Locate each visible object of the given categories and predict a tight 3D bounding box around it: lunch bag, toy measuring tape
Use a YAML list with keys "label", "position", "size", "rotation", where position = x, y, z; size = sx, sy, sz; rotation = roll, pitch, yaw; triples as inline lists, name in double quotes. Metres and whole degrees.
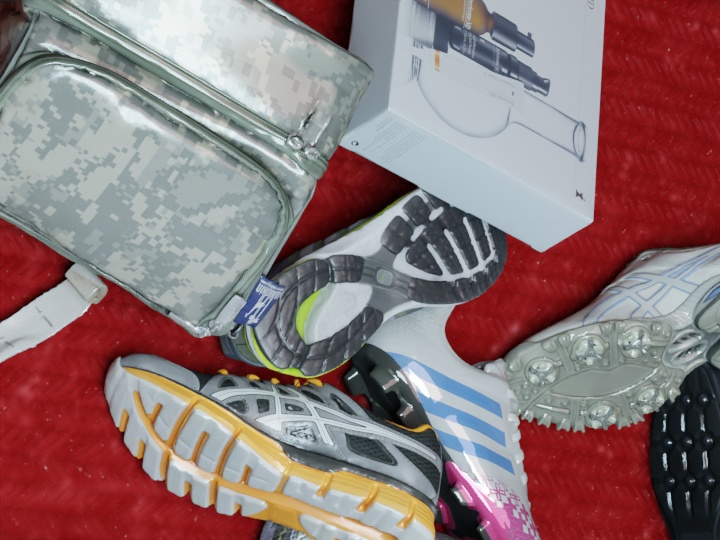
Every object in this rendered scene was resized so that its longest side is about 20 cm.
- label: "lunch bag"
  position: [-0.113, -0.077, 1.292]
  size: [0.199, 0.139, 0.169]
  rotation: [31, 87, -19]
- label: "toy measuring tape"
  position: [-0.215, 0.038, 1.267]
  size: [0.199, 0.073, 0.074]
  rotation: [-33, 106, -25]

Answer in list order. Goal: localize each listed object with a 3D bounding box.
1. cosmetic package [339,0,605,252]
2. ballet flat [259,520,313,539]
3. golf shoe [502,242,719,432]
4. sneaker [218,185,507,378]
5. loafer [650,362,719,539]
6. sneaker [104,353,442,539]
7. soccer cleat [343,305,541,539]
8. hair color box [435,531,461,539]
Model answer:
- label: "cosmetic package"
  position: [0.069, -0.131, 1.415]
  size: [0.150, 0.052, 0.201]
  rotation: [28, 52, -30]
- label: "ballet flat"
  position: [-0.039, 0.223, 1.376]
  size: [0.072, 0.072, 0.202]
  rotation: [16, 81, -30]
- label: "golf shoe"
  position: [0.172, 0.033, 1.510]
  size: [0.199, 0.097, 0.079]
  rotation: [-16, 125, -7]
- label: "sneaker"
  position: [0.000, 0.000, 1.396]
  size: [0.199, 0.081, 0.074]
  rotation: [-24, 102, -34]
- label: "loafer"
  position: [0.228, 0.153, 1.544]
  size: [0.070, 0.068, 0.202]
  rotation: [-13, 95, -48]
- label: "sneaker"
  position: [-0.046, 0.092, 1.355]
  size: [0.199, 0.078, 0.078]
  rotation: [25, 52, -3]
- label: "soccer cleat"
  position: [0.071, 0.104, 1.443]
  size: [0.086, 0.070, 0.201]
  rotation: [-39, 108, -25]
- label: "hair color box"
  position: [0.029, 0.249, 1.380]
  size: [0.064, 0.109, 0.202]
  rotation: [17, 87, -30]
